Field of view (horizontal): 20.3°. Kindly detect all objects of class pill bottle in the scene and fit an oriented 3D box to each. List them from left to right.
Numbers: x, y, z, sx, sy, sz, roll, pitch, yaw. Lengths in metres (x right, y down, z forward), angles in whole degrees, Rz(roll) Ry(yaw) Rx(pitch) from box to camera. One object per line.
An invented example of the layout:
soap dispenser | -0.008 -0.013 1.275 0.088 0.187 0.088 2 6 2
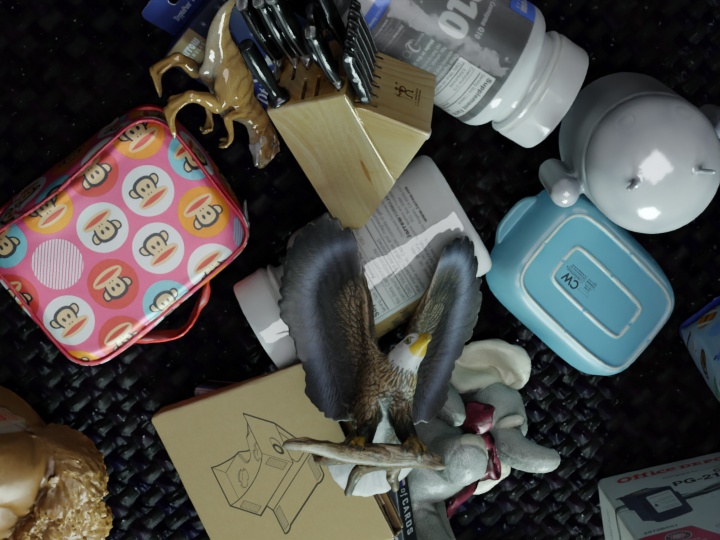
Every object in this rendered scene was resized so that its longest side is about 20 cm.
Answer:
pill bottle | 0.000 0.000 1.695 0.199 0.114 0.115 -31 107 2
pill bottle | 0.080 -0.190 1.652 0.199 0.114 0.114 30 100 -15

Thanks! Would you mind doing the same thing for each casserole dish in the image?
casserole dish | 0.197 0.014 1.743 0.200 0.039 0.121 41 88 -28

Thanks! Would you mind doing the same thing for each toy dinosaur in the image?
toy dinosaur | -0.113 -0.161 1.609 0.106 0.061 0.200 -19 142 -5

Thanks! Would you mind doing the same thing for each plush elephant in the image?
plush elephant | 0.094 0.152 1.738 0.154 0.200 0.165 -15 124 -25

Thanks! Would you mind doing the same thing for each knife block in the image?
knife block | -0.038 -0.131 1.572 0.175 0.064 0.200 20 142 -14

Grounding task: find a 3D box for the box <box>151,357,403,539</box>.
box | -0.074 0.169 1.708 0.199 0.021 0.164 -20 100 40

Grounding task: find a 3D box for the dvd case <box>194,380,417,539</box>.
dvd case | -0.047 0.173 1.723 0.199 0.025 0.151 3 111 35

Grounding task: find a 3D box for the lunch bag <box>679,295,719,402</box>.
lunch bag | 0.382 0.119 1.750 0.124 0.170 0.200 -39 106 8

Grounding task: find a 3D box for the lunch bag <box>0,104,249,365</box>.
lunch bag | -0.194 -0.020 1.681 0.200 0.082 0.176 -37 108 3

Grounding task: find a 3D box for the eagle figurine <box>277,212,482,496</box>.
eagle figurine | 0.021 0.069 1.596 0.150 0.201 0.152 -20 141 26

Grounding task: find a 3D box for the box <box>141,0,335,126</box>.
box | -0.079 -0.173 1.639 0.199 0.121 0.033 31 59 -13

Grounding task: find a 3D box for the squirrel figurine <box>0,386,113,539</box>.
squirrel figurine | -0.309 0.211 1.707 0.199 0.142 0.187 14 110 -9

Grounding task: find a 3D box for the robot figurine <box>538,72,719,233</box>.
robot figurine | 0.230 -0.097 1.652 0.169 0.200 0.113 -24 107 1

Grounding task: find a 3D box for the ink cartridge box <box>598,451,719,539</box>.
ink cartridge box | 0.301 0.236 1.759 0.144 0.200 0.085 -12 104 -4
